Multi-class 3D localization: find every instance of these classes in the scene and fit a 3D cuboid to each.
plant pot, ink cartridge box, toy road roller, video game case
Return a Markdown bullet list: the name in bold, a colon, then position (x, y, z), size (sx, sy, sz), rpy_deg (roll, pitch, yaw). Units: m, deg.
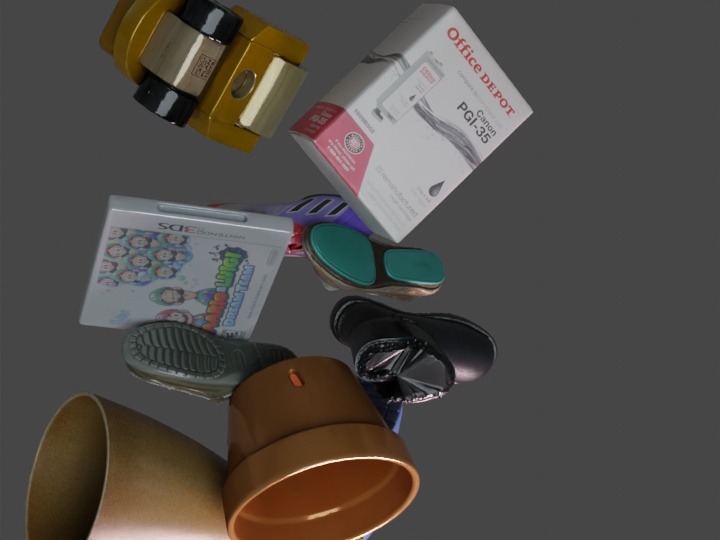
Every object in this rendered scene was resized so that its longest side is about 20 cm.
- **plant pot**: position (-0.053, 0.182, 1.669), size (0.199, 0.141, 0.201), rpy_deg (-12, 147, -8)
- **ink cartridge box**: position (0.051, -0.151, 1.651), size (0.200, 0.083, 0.147), rpy_deg (-44, 111, -8)
- **toy road roller**: position (-0.160, -0.212, 1.597), size (0.200, 0.146, 0.123), rpy_deg (18, 106, -56)
- **plant pot**: position (-0.216, 0.237, 1.693), size (0.199, 0.186, 0.187), rpy_deg (16, 104, -31)
- **video game case**: position (-0.177, 0.002, 1.637), size (0.181, 0.024, 0.200), rpy_deg (7, 143, -15)

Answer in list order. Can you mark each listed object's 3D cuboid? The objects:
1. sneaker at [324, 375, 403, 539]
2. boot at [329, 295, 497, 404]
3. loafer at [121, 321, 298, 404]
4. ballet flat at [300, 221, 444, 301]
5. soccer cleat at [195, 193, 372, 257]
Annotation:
- **sneaker**: position (0.003, 0.202, 1.781), size (0.073, 0.082, 0.201), rpy_deg (15, 89, 19)
- **boot**: position (0.070, 0.095, 1.707), size (0.199, 0.168, 0.077), rpy_deg (18, 103, -18)
- **loafer**: position (-0.158, 0.109, 1.699), size (0.199, 0.076, 0.070), rpy_deg (13, 133, -24)
- **ballet flat**: position (0.000, 0.000, 1.688), size (0.199, 0.067, 0.069), rpy_deg (17, 60, -41)
- **soccer cleat**: position (-0.078, -0.039, 1.679), size (0.198, 0.073, 0.069), rpy_deg (-1, 107, -13)
